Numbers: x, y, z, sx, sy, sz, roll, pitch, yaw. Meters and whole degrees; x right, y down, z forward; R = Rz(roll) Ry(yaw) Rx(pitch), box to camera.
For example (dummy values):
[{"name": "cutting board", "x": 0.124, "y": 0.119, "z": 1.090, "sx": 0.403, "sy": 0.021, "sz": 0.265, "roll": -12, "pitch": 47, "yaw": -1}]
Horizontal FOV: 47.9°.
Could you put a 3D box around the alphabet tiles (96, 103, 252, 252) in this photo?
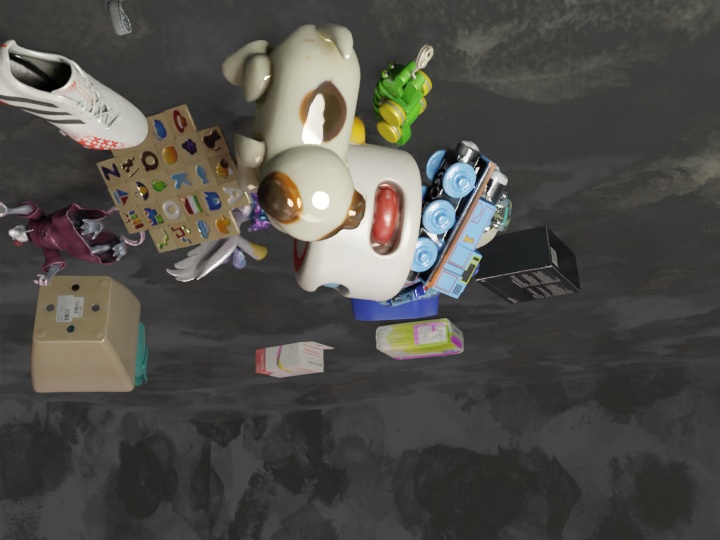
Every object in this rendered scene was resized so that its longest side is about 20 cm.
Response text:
[{"name": "alphabet tiles", "x": -0.232, "y": -0.109, "z": 0.998, "sx": 0.197, "sy": 0.169, "sz": 0.006, "roll": -10, "pitch": -157, "yaw": 27}]

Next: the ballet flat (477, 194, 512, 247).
[{"name": "ballet flat", "x": 0.162, "y": -0.062, "z": 1.288, "sx": 0.073, "sy": 0.076, "sz": 0.199, "roll": 8, "pitch": 161, "yaw": -29}]

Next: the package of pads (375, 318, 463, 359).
[{"name": "package of pads", "x": 0.150, "y": 0.176, "z": 2.051, "sx": 0.196, "sy": 0.070, "sz": 0.154, "roll": -8, "pitch": 162, "yaw": 19}]

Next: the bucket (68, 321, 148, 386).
[{"name": "bucket", "x": -0.602, "y": 0.196, "z": 1.923, "sx": 0.202, "sy": 0.138, "sz": 0.208, "roll": -1, "pitch": 163, "yaw": 0}]

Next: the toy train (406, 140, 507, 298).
[{"name": "toy train", "x": 0.119, "y": -0.067, "z": 1.070, "sx": 0.113, "sy": 0.203, "sz": 0.087, "roll": 20, "pitch": -166, "yaw": -27}]

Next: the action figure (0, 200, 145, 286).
[{"name": "action figure", "x": -0.452, "y": -0.067, "z": 1.220, "sx": 0.196, "sy": 0.136, "sz": 0.149, "roll": 3, "pitch": -150, "yaw": 30}]

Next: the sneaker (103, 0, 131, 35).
[{"name": "sneaker", "x": -0.157, "y": -0.228, "z": 0.588, "sx": 0.076, "sy": 0.143, "sz": 0.199, "roll": -11, "pitch": 160, "yaw": 29}]

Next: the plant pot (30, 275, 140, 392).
[{"name": "plant pot", "x": -0.546, "y": 0.111, "z": 1.589, "sx": 0.195, "sy": 0.203, "sz": 0.178, "roll": 1, "pitch": 152, "yaw": -9}]

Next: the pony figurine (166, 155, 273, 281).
[{"name": "pony figurine", "x": -0.188, "y": -0.074, "z": 1.122, "sx": 0.192, "sy": 0.168, "sz": 0.200, "roll": -35, "pitch": 157, "yaw": -2}]

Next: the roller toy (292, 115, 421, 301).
[{"name": "roller toy", "x": -0.013, "y": -0.064, "z": 0.979, "sx": 0.137, "sy": 0.184, "sz": 0.202, "roll": 8, "pitch": 131, "yaw": -13}]

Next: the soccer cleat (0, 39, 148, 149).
[{"name": "soccer cleat", "x": -0.303, "y": -0.183, "z": 0.856, "sx": 0.084, "sy": 0.070, "sz": 0.198, "roll": -12, "pitch": 156, "yaw": 42}]

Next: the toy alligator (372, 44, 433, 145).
[{"name": "toy alligator", "x": 0.040, "y": -0.197, "z": 0.873, "sx": 0.054, "sy": 0.060, "sz": 0.200, "roll": 38, "pitch": 165, "yaw": 8}]

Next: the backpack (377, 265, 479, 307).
[{"name": "backpack", "x": 0.058, "y": -0.018, "z": 1.201, "sx": 0.181, "sy": 0.137, "sz": 0.199, "roll": -17, "pitch": -176, "yaw": 42}]

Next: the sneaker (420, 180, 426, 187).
[{"name": "sneaker", "x": -0.007, "y": -0.108, "z": 1.143, "sx": 0.196, "sy": 0.078, "sz": 0.105, "roll": 6, "pitch": 177, "yaw": -12}]

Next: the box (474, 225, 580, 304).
[{"name": "box", "x": 0.302, "y": -0.006, "z": 1.464, "sx": 0.139, "sy": 0.081, "sz": 0.199, "roll": -14, "pitch": 160, "yaw": 25}]

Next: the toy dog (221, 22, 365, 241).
[{"name": "toy dog", "x": -0.050, "y": -0.128, "z": 0.823, "sx": 0.138, "sy": 0.204, "sz": 0.192, "roll": 12, "pitch": 159, "yaw": -40}]

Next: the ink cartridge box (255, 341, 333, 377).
[{"name": "ink cartridge box", "x": -0.181, "y": 0.248, "z": 2.249, "sx": 0.197, "sy": 0.069, "sz": 0.116, "roll": -13, "pitch": 160, "yaw": 31}]

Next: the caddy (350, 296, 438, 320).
[{"name": "caddy", "x": 0.064, "y": 0.029, "z": 1.514, "sx": 0.195, "sy": 0.107, "sz": 0.141, "roll": -4, "pitch": -175, "yaw": 6}]
